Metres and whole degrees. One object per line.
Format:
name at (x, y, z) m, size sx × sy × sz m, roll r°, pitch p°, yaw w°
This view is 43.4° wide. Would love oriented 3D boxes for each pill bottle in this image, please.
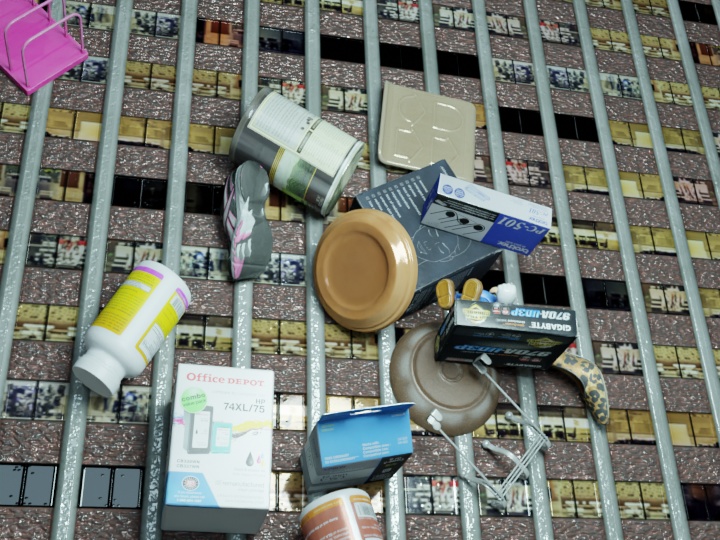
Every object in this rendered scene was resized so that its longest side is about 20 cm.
pill bottle at (-0.011, 0.424, 1.275) m, size 0.110 × 0.113 × 0.203 m, roll -8°, pitch 55°, yaw -18°
pill bottle at (-0.352, 0.090, 1.384) m, size 0.103 × 0.105 × 0.202 m, roll 30°, pitch 59°, yaw 3°

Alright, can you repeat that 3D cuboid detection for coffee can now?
coffee can at (-0.111, -0.207, 1.581) m, size 0.198 × 0.147 × 0.148 m, roll 30°, pitch 59°, yaw 3°

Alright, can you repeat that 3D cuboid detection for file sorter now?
file sorter at (-0.600, -0.446, 1.592) m, size 0.200 × 0.126 × 0.139 m, roll 43°, pitch 60°, yaw 10°

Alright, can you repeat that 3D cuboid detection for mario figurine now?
mario figurine at (0.205, 0.047, 1.519) m, size 0.107 × 0.199 × 0.123 m, roll -51°, pitch 53°, yaw 7°

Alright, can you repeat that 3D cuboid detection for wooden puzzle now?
wooden puzzle at (0.126, -0.258, 1.733) m, size 0.196 × 0.046 × 0.189 m, roll 14°, pitch 60°, yaw -13°

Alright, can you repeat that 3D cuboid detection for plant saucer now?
plant saucer at (0.147, 0.172, 1.512) m, size 0.196 × 0.037 × 0.204 m, roll 7°, pitch 62°, yaw -12°
plant saucer at (0.000, 0.000, 1.482) m, size 0.037 × 0.200 × 0.202 m, roll -1°, pitch 54°, yaw -58°

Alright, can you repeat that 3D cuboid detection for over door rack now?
over door rack at (0.201, 0.257, 1.452) m, size 0.148 × 0.066 × 0.201 m, roll -43°, pitch 101°, yaw -29°

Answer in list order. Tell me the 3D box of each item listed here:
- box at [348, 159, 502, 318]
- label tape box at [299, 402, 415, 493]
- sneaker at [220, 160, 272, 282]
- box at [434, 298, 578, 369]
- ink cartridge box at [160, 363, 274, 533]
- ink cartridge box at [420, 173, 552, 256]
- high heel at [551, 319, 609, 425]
box at (0.104, -0.056, 1.570) m, size 0.194 × 0.124 × 0.202 m, roll -23°, pitch 71°, yaw -23°
label tape box at (-0.003, 0.261, 1.328) m, size 0.140 × 0.201 × 0.067 m, roll -6°, pitch 65°, yaw -17°
sneaker at (-0.200, -0.078, 1.537) m, size 0.079 × 0.086 × 0.205 m, roll 14°, pitch 76°, yaw -39°
box at (0.228, 0.104, 1.446) m, size 0.195 × 0.160 × 0.047 m, roll 6°, pitch 64°, yaw -6°
ink cartridge box at (-0.206, 0.259, 1.308) m, size 0.144 × 0.147 × 0.204 m, roll 5°, pitch 61°, yaw -12°
ink cartridge box at (0.207, -0.090, 1.494) m, size 0.196 × 0.094 × 0.045 m, roll 16°, pitch 59°, yaw -7°
high heel at (0.336, 0.185, 1.549) m, size 0.140 × 0.072 × 0.203 m, roll -18°, pitch 74°, yaw -6°
